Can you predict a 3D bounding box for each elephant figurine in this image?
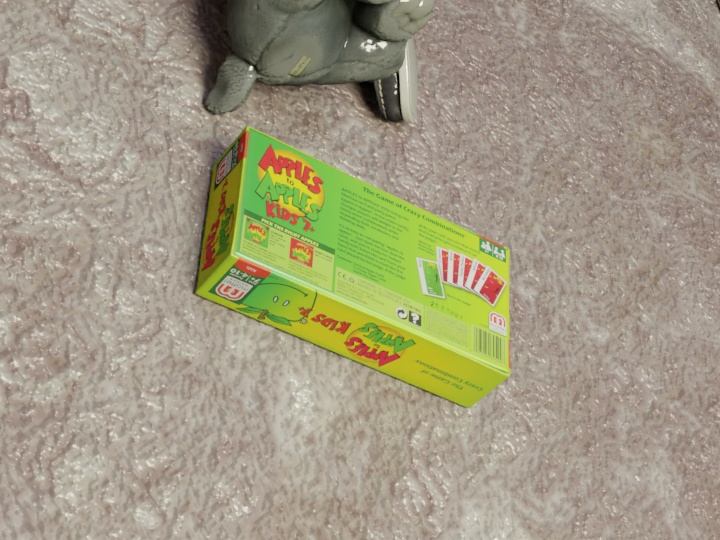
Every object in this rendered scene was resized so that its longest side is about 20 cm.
[{"bbox_3d":[-0.035,-0.221,1.080,0.153,0.142,0.201,-2,50,-21],"label":"elephant figurine"}]

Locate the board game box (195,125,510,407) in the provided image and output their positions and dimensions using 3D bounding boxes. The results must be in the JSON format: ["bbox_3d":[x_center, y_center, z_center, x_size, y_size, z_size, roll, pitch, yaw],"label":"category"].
[{"bbox_3d":[0.000,0.000,1.016,0.198,0.048,0.102,24,47,-23],"label":"board game box"}]

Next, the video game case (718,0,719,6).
[{"bbox_3d":[0.408,-0.243,1.526,0.198,0.036,0.183,10,54,-34],"label":"video game case"}]

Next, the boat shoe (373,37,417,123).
[{"bbox_3d":[0.002,-0.196,1.152,0.060,0.074,0.202,-9,78,3],"label":"boat shoe"}]
